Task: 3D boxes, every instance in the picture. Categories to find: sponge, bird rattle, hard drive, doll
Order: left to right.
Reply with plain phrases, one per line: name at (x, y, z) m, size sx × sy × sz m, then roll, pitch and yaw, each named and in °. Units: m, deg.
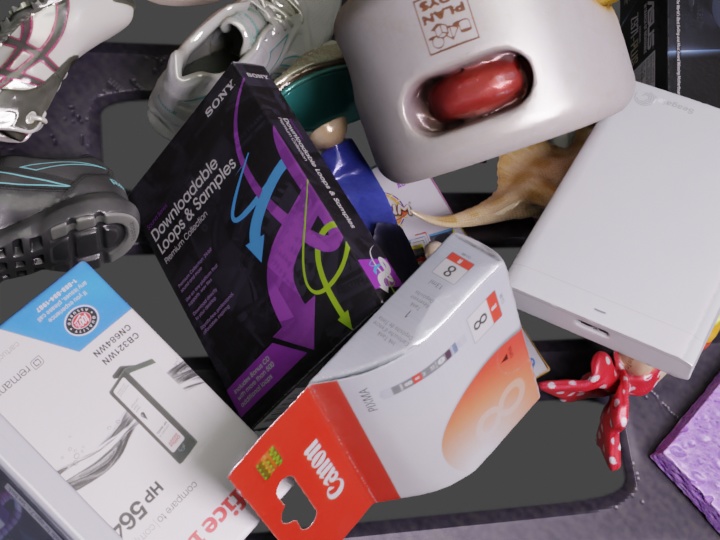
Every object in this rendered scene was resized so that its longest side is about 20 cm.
doll at (0.000, 0.000, 0.748) m, size 0.136 × 0.048 × 0.201 m, roll -27°, pitch 86°, yaw -23°
hard drive at (0.197, -0.036, 0.725) m, size 0.131 × 0.026 × 0.200 m, roll 23°, pitch 62°, yaw 21°
bird rattle at (0.230, 0.046, 0.796) m, size 0.112 × 0.201 × 0.163 m, roll 30°, pitch 24°, yaw 30°
sponge at (0.328, 0.121, 0.859) m, size 0.112 × 0.030 × 0.200 m, roll 46°, pitch 66°, yaw 3°

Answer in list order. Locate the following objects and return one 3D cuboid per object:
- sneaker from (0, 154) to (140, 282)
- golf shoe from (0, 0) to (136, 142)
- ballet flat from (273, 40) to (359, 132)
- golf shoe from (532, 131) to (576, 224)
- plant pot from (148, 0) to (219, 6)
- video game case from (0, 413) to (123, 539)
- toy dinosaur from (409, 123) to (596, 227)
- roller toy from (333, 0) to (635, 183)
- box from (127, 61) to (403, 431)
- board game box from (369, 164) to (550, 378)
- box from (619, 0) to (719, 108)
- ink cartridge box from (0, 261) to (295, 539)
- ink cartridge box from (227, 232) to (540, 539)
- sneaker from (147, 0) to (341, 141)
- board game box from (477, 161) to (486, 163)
sneaker at (-0.254, -0.029, 0.727) m, size 0.199 × 0.076 × 0.080 m, roll -12°, pitch 55°, yaw -21°
golf shoe at (-0.239, -0.139, 0.763) m, size 0.199 × 0.077 × 0.088 m, roll -32°, pitch 96°, yaw -24°
ballet flat at (0.003, -0.159, 0.854) m, size 0.199 × 0.068 × 0.062 m, roll -18°, pitch 47°, yaw -25°
golf shoe at (0.163, -0.124, 0.881) m, size 0.091 × 0.075 × 0.201 m, roll -12°, pitch 83°, yaw -29°
plant pot at (-0.131, -0.305, 0.784) m, size 0.199 × 0.200 × 0.184 m, roll -14°, pitch 80°, yaw -21°
video game case at (-0.196, 0.169, 0.607) m, size 0.200 × 0.182 × 0.023 m, roll 45°, pitch 42°, yaw 2°
toy dinosaur at (0.135, -0.053, 0.799) m, size 0.199 × 0.058 × 0.101 m, roll -34°, pitch 71°, yaw -19°
roller toy at (0.081, -0.149, 0.720) m, size 0.182 × 0.200 × 0.141 m, roll -22°, pitch 97°, yaw -26°
box at (-0.070, -0.017, 0.712) m, size 0.036 × 0.143 × 0.201 m, roll 0°, pitch 52°, yaw -52°
board game box at (0.025, 0.027, 0.796) m, size 0.152 × 0.040 × 0.201 m, roll -26°, pitch 80°, yaw -23°
box at (0.316, -0.187, 0.934) m, size 0.163 × 0.086 × 0.201 m, roll 12°, pitch 68°, yaw -13°
ink cartridge box at (-0.161, 0.119, 0.676) m, size 0.200 × 0.084 × 0.146 m, roll 44°, pitch 57°, yaw 3°
ink cartridge box at (0.026, 0.097, 0.666) m, size 0.050 × 0.163 × 0.200 m, roll 29°, pitch 67°, yaw 34°
sneaker at (-0.077, -0.177, 0.817) m, size 0.070 × 0.080 × 0.200 m, roll 41°, pitch 64°, yaw 3°
board game box at (0.072, -0.192, 0.831) m, size 0.102 × 0.019 × 0.201 m, roll 10°, pitch 91°, yaw -29°
